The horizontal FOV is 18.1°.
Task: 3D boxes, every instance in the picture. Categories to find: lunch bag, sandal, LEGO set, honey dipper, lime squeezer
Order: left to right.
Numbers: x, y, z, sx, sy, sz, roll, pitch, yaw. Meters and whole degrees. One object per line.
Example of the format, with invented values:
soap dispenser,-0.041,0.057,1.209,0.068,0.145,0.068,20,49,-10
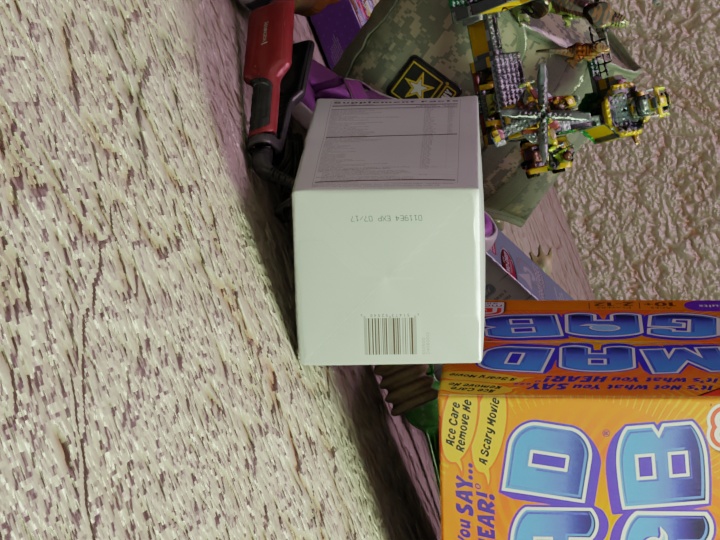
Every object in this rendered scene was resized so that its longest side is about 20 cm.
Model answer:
honey dipper,0.000,0.000,1.534,0.038,0.038,0.202,12,55,-78
sandal,0.023,-0.092,1.542,0.202,0.050,0.082,42,25,7
lime squeezer,0.054,0.083,1.569,0.070,0.037,0.202,32,-47,50
lunch bag,0.075,-0.139,1.635,0.199,0.164,0.118,15,33,-38
LEGO set,0.141,-0.168,1.499,0.116,0.152,0.202,-11,-98,63

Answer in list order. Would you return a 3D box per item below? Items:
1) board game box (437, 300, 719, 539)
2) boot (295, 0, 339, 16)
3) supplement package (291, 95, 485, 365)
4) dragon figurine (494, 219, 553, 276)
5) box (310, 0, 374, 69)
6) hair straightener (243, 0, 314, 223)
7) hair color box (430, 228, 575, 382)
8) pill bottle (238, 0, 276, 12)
board game box,0.153,0.141,1.430,0.200,0.198,0.202,-73,163,-73
boot,-0.055,-0.288,1.660,0.144,0.070,0.203,-43,126,-71
supplement package,0.021,-0.029,1.395,0.200,0.113,0.111,-80,169,-70
dragon figurine,0.107,0.005,1.780,0.200,0.059,0.100,45,-22,9
box,-0.023,-0.236,1.854,0.137,0.039,0.202,-71,140,-76
hair straightener,-0.044,-0.095,1.454,0.201,0.041,0.077,-96,162,-53
hair color box,0.106,0.051,1.629,0.200,0.099,0.061,41,22,-25
pill bottle,-0.005,-0.259,1.527,0.106,0.198,0.107,-22,90,-79
